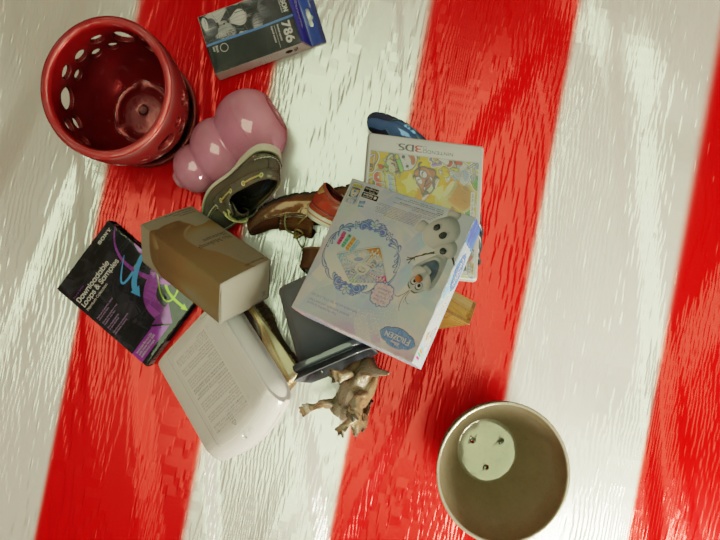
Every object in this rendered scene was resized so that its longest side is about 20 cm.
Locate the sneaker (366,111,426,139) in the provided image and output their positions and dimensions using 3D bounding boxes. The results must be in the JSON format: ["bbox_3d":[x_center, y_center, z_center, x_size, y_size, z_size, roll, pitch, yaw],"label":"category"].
[{"bbox_3d":[0.080,-0.176,1.051,0.199,0.074,0.083,40,92,2],"label":"sneaker"}]

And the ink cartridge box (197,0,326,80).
[{"bbox_3d":[-0.162,-0.399,1.075,0.195,0.039,0.102,-20,88,0],"label":"ink cartridge box"}]

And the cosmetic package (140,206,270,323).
[{"bbox_3d":[-0.237,-0.014,0.990,0.197,0.104,0.073,30,129,28],"label":"cosmetic package"}]

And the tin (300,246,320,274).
[{"bbox_3d":[0.000,0.000,1.026,0.194,0.112,0.043,10,77,2],"label":"tin"}]

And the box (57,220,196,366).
[{"bbox_3d":[-0.380,0.037,1.071,0.198,0.036,0.144,38,90,2],"label":"box"}]

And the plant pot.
[{"bbox_3d":[-0.359,-0.258,1.002,0.194,0.183,0.207,0,89,0],"label":"plant pot"}]

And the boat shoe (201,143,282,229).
[{"bbox_3d":[-0.188,-0.113,1.010,0.201,0.071,0.062,-38,51,37],"label":"boat shoe"}]

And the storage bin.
[{"bbox_3d":[-0.047,0.081,0.994,0.142,0.200,0.138,-22,80,1],"label":"storage bin"}]

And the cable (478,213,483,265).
[{"bbox_3d":[0.114,-0.075,1.030,0.197,0.051,0.165,32,116,1],"label":"cable"}]

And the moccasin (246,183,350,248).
[{"bbox_3d":[-0.086,-0.083,1.056,0.195,0.074,0.080,-10,81,-9],"label":"moccasin"}]

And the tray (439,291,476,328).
[{"bbox_3d":[0.081,0.054,0.973,0.097,0.199,0.038,27,74,-14],"label":"tray"}]

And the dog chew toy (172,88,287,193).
[{"bbox_3d":[-0.215,-0.197,1.035,0.197,0.124,0.127,-32,89,7],"label":"dog chew toy"}]

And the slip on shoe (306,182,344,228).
[{"bbox_3d":[0.015,-0.075,0.988,0.195,0.074,0.063,24,109,3],"label":"slip on shoe"}]

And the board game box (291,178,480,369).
[{"bbox_3d":[0.032,-0.002,0.867,0.196,0.043,0.203,21,78,29],"label":"board game box"}]

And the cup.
[{"bbox_3d":[0.207,0.293,1.006,0.194,0.143,0.207,0,90,1],"label":"cup"}]

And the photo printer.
[{"bbox_3d":[-0.203,0.172,0.990,0.166,0.069,0.202,-43,72,19],"label":"photo printer"}]

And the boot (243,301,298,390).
[{"bbox_3d":[-0.201,0.140,1.051,0.165,0.072,0.202,-36,80,7],"label":"boot"}]

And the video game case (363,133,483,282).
[{"bbox_3d":[0.090,-0.094,0.958,0.176,0.023,0.207,6,80,-4],"label":"video game case"}]

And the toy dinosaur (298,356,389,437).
[{"bbox_3d":[-0.004,0.180,0.992,0.086,0.134,0.202,44,128,16],"label":"toy dinosaur"}]
